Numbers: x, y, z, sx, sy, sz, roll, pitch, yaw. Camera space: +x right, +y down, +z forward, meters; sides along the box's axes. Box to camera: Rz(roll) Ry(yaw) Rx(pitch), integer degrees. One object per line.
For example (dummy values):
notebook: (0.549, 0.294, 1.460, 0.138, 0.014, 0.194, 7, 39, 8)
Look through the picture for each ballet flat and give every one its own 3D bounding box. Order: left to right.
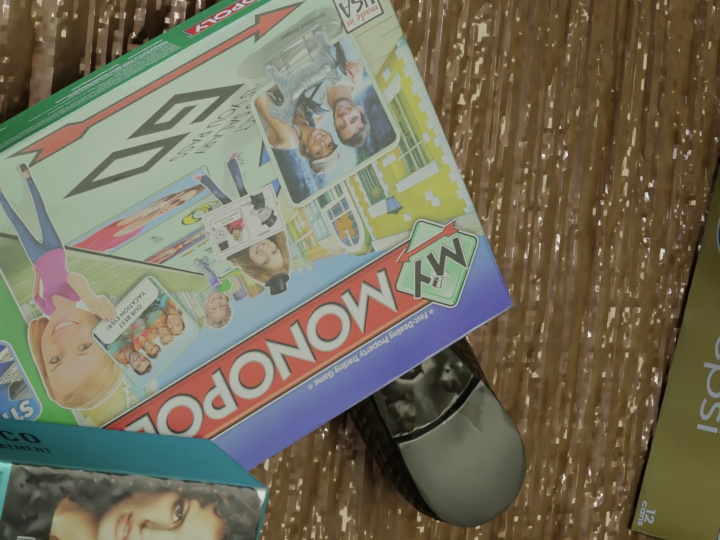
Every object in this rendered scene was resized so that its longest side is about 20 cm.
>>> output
ballet flat: (0.000, 0.000, 0.821, 0.067, 0.046, 0.201, -32, 111, -13)

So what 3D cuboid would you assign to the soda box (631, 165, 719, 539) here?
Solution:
soda box: (0.174, 0.018, 0.944, 0.067, 0.064, 0.201, 17, 87, -39)

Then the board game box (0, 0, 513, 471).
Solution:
board game box: (-0.060, 0.002, 0.747, 0.199, 0.029, 0.135, -31, 114, -16)

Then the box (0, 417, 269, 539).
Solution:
box: (-0.131, 0.085, 0.690, 0.199, 0.049, 0.083, 8, 100, -28)
